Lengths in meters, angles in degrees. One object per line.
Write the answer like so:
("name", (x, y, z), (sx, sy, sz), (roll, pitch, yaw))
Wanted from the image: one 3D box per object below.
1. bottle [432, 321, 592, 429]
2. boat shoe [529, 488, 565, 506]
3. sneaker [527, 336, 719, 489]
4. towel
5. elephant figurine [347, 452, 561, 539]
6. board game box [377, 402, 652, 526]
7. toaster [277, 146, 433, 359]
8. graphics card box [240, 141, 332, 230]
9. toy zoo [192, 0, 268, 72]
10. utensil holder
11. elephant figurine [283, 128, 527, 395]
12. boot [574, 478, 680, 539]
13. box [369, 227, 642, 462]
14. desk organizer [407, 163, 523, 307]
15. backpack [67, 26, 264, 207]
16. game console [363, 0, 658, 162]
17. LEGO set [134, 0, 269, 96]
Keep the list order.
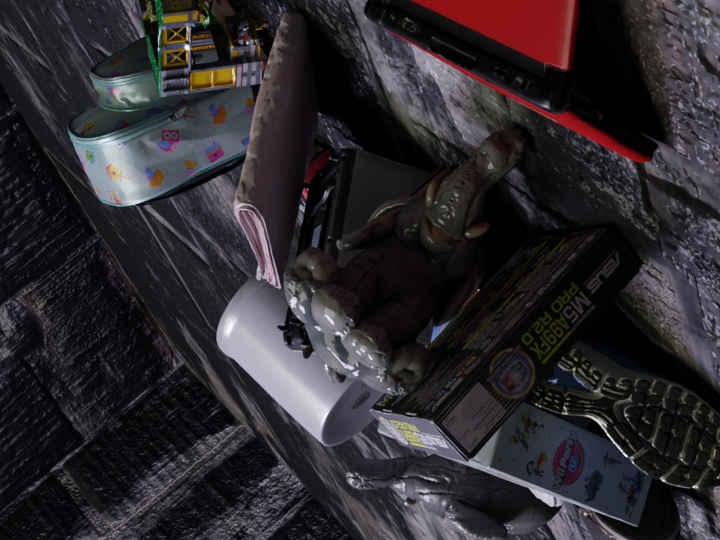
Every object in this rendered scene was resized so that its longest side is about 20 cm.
("bottle", (0.134, 0.085, 1.352), (0.199, 0.065, 0.084), (31, 130, 30))
("boat shoe", (0.130, 0.161, 1.414), (0.200, 0.069, 0.071), (54, 161, 33))
("sneaker", (0.222, 0.101, 1.155), (0.199, 0.079, 0.089), (32, -159, 18))
("towel", (-0.077, -0.109, 1.342), (0.032, 0.202, 0.191), (8, 158, 6))
("elephant figurine", (0.116, 0.231, 1.525), (0.199, 0.155, 0.142), (11, -138, -50))
("board game box", (0.137, 0.153, 1.243), (0.199, 0.065, 0.147), (24, 171, -38))
("toaster", (0.000, 0.000, 1.333), (0.118, 0.202, 0.181), (11, 170, -10))
("graphics card box", (-0.071, -0.099, 1.605), (0.200, 0.051, 0.126), (30, 156, 54))
("toy zoo", (-0.155, -0.245, 1.556), (0.132, 0.020, 0.200), (54, 166, -12))
("utensil holder", (-0.061, 0.105, 1.862), (0.200, 0.170, 0.170), (43, 165, 23))
("elephant figurine", (0.047, -0.007, 1.126), (0.155, 0.200, 0.142), (19, 152, 51))
("boot", (0.264, 0.251, 1.383), (0.151, 0.073, 0.200), (59, 168, -27))
("box", (0.108, 0.055, 1.102), (0.044, 0.200, 0.160), (46, 166, -9))
("desk organizer", (0.117, 0.009, 1.235), (0.201, 0.072, 0.077), (55, 163, -15))
("backpack", (-0.200, -0.157, 1.461), (0.176, 0.199, 0.154), (28, 151, 59))
("game console", (0.102, -0.175, 0.913), (0.172, 0.119, 0.200), (21, -169, -43))
("LEGO set", (-0.143, -0.260, 1.323), (0.201, 0.115, 0.155), (-114, 21, -43))
